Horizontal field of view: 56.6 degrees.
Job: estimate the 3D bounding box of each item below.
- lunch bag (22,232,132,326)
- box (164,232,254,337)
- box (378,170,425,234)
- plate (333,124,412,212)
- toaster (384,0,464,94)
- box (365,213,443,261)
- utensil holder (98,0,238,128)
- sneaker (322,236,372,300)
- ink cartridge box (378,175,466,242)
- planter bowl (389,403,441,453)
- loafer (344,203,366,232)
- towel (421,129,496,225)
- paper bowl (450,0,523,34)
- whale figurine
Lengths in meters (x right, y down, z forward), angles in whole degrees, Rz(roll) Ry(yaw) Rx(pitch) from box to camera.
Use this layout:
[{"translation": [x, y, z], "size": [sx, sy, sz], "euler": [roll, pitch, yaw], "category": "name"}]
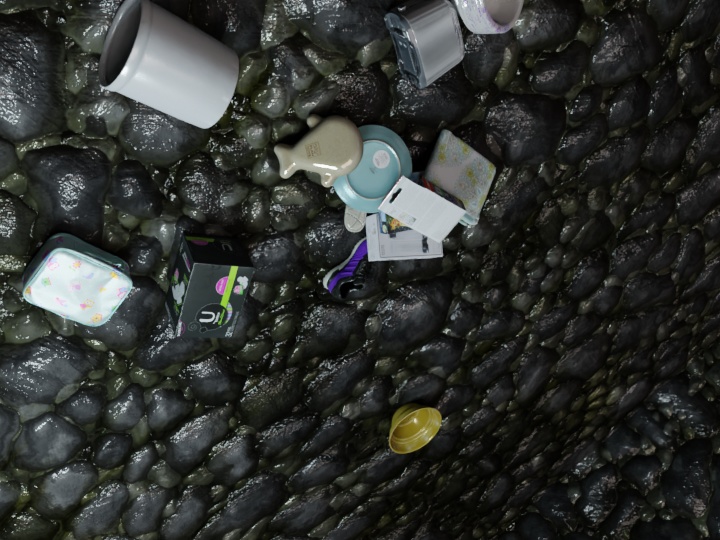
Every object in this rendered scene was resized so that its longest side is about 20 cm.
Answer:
[{"translation": [-0.589, 0.019, 1.409], "size": [0.199, 0.077, 0.161], "euler": [31, 104, -42], "category": "lunch bag"}, {"translation": [-0.349, 0.037, 1.532], "size": [0.146, 0.125, 0.203], "euler": [4, 123, -32], "category": "box"}, {"translation": [0.134, -0.175, 1.666], "size": [0.196, 0.037, 0.140], "euler": [-12, 101, -28], "category": "box"}, {"translation": [0.027, -0.235, 1.557], "size": [0.195, 0.026, 0.206], "euler": [-2, 104, -8], "category": "plate"}, {"translation": [0.143, -0.490, 1.433], "size": [0.128, 0.114, 0.202], "euler": [-32, 132, -8], "category": "toaster"}, {"translation": [0.114, -0.086, 1.716], "size": [0.196, 0.060, 0.120], "euler": [-5, 87, -28], "category": "box"}, {"translation": [-0.341, -0.370, 1.202], "size": [0.197, 0.171, 0.172], "euler": [18, 114, -40], "category": "utensil holder"}, {"translation": [0.000, 0.000, 1.723], "size": [0.200, 0.100, 0.069], "euler": [-45, 134, 4], "category": "sneaker"}, {"translation": [0.144, -0.156, 1.593], "size": [0.197, 0.051, 0.109], "euler": [25, 121, -26], "category": "ink cartridge box"}, {"translation": [0.165, 0.502, 2.212], "size": [0.196, 0.084, 0.204], "euler": [-15, 129, -19], "category": "planter bowl"}, {"translation": [-0.003, -0.197, 1.609], "size": [0.070, 0.063, 0.205], "euler": [11, 103, -7], "category": "loafer"}, {"translation": [0.244, -0.228, 1.677], "size": [0.198, 0.048, 0.175], "euler": [28, 78, -30], "category": "towel"}, {"translation": [0.257, -0.600, 1.391], "size": [0.199, 0.103, 0.206], "euler": [-16, 111, -49], "category": "paper bowl"}, {"translation": [-0.089, -0.264, 1.485], "size": [0.195, 0.104, 0.163], "euler": [-16, 93, 5], "category": "whale figurine"}]
